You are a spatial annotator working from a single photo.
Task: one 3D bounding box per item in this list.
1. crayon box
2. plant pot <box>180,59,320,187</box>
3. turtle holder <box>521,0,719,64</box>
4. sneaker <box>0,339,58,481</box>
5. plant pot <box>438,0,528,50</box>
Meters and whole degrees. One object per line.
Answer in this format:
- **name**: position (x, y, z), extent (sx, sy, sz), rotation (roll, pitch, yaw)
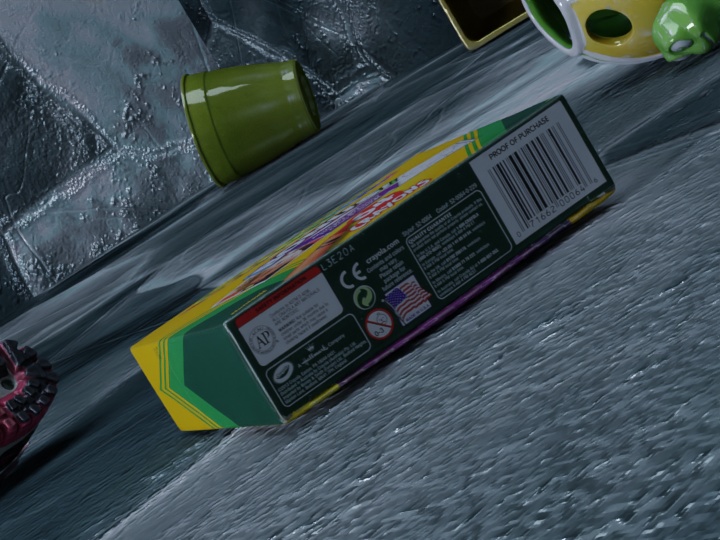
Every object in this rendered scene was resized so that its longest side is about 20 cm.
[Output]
- **crayon box**: position (0.000, 0.000, 0.847), extent (0.200, 0.058, 0.172), rotation (-34, 8, -21)
- **plant pot**: position (-0.175, -0.263, 2.903), extent (0.192, 0.201, 0.200), rotation (-18, 10, 9)
- **turtle holder**: position (0.189, -0.196, 1.174), extent (0.131, 0.186, 0.141), rotation (-32, -25, -7)
- **sneaker**: position (-0.262, 0.126, 1.073), extent (0.200, 0.081, 0.075), rotation (-39, -18, -48)
- **plant pot**: position (0.198, -0.457, 2.619), extent (0.195, 0.195, 0.200), rotation (-31, 1, 5)
